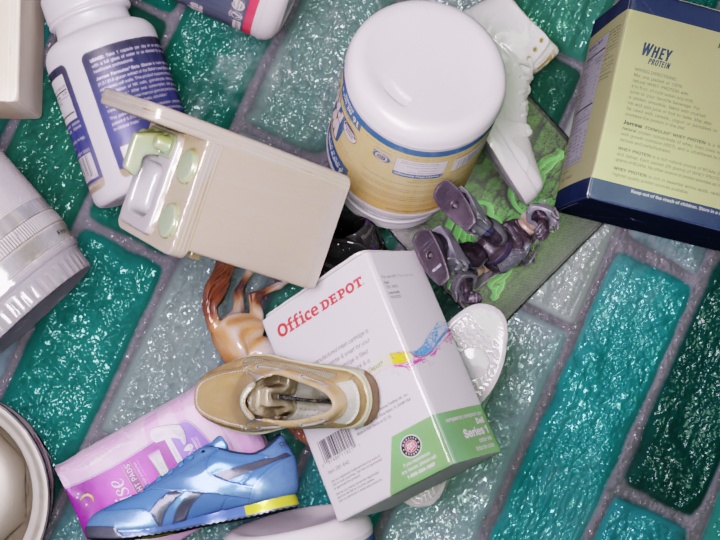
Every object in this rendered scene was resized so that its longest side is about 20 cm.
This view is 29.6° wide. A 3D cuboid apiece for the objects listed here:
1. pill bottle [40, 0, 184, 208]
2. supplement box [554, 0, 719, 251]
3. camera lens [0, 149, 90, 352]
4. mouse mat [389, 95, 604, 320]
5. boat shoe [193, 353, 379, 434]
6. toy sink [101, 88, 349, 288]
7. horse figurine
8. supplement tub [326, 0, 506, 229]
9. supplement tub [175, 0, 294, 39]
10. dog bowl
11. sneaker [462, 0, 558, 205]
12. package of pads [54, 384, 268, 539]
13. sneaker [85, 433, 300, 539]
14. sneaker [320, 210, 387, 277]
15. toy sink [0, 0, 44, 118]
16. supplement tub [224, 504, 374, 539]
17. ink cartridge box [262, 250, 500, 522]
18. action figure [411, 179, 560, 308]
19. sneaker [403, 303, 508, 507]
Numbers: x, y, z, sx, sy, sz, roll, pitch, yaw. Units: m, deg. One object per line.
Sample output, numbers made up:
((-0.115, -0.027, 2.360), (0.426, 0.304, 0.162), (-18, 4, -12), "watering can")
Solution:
((-0.231, -0.170, 1.290), (0.110, 0.111, 0.202), (-19, 91, -5), "pill bottle")
((0.314, -0.139, 1.321), (0.197, 0.134, 0.202), (13, 86, -5), "supplement box")
((-0.367, -0.032, 1.252), (0.160, 0.160, 0.200), (-41, 92, -4), "camera lens")
((0.145, -0.060, 1.372), (0.200, 0.008, 0.161), (-45, 93, -3), "mouse mat")
((-0.082, 0.109, 1.194), (0.198, 0.076, 0.073), (-8, 86, 37), "boat shoe")
((-0.134, -0.067, 1.188), (0.198, 0.130, 0.113), (19, 92, -34), "toy sink")
((-0.083, 0.069, 1.307), (0.200, 0.050, 0.133), (41, 57, -5), "horse figurine")
((0.045, -0.136, 1.252), (0.143, 0.200, 0.146), (3, 66, -8), "supplement tub")
((-0.145, -0.318, 1.284), (0.198, 0.140, 0.142), (24, 87, -4), "supplement tub")
((-0.376, 0.207, 1.279), (0.197, 0.074, 0.203), (0, 91, 5), "dog bowl")
((0.154, -0.175, 1.336), (0.115, 0.074, 0.202), (-29, 87, -1), "sneaker")
((-0.181, 0.192, 1.307), (0.198, 0.076, 0.121), (-29, 88, -5), "package of pads")
((-0.155, 0.198, 1.243), (0.197, 0.066, 0.079), (-12, 81, -7), "sneaker")
((0.000, 0.000, 1.305), (0.199, 0.088, 0.076), (36, 46, -4), "sneaker")
((-0.360, -0.250, 1.272), (0.110, 0.130, 0.203), (1, 90, -4), "toy sink")
((-0.044, 0.332, 1.273), (0.143, 0.145, 0.203), (-11, 90, -5), "supplement tub")
((0.016, 0.101, 1.221), (0.144, 0.084, 0.202), (-33, 72, 35), "ink cartridge box")
((0.120, -0.022, 1.283), (0.069, 0.199, 0.131), (47, 108, 27), "action figure")
((0.086, 0.116, 1.304), (0.073, 0.118, 0.202), (23, 102, 5), "sneaker")
